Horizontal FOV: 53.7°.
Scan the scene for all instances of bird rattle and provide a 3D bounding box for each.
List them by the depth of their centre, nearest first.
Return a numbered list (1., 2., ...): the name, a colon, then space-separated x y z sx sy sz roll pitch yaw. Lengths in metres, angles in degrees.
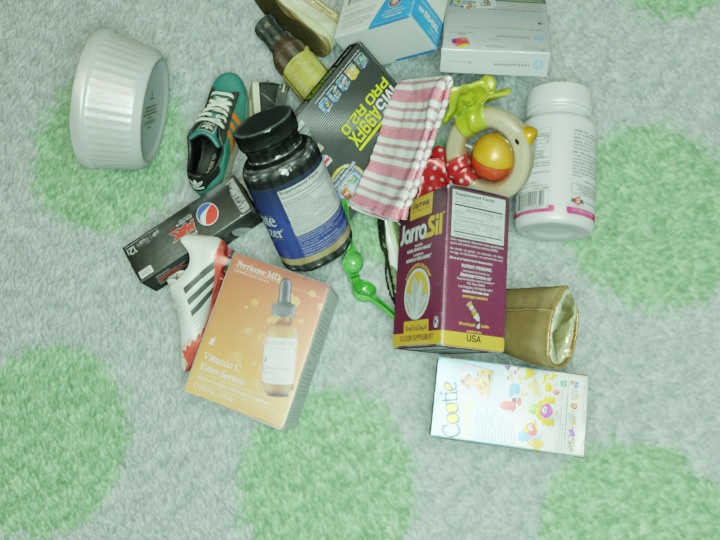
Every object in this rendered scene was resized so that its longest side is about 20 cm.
1. bird rattle: 0.159 -0.161 0.988 0.161 0.112 0.204 29 119 24

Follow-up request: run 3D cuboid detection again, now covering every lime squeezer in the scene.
1. lime squeezer: 0.000 0.000 1.030 0.037 0.071 0.204 -20 76 -18

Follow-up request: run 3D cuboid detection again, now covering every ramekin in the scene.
1. ramekin: -0.347 -0.245 1.049 0.092 0.202 0.208 10 80 -4

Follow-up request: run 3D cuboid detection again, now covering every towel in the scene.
1. towel: 0.053 -0.170 0.974 0.029 0.146 0.205 18 92 -26

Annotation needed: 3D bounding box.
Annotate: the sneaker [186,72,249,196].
1. sneaker: -0.218 -0.215 1.083 0.069 0.080 0.205 8 80 6

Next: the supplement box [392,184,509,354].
1. supplement box: 0.119 0.005 0.946 0.101 0.130 0.206 9 78 -25

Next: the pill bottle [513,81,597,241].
1. pill bottle: 0.279 -0.153 1.014 0.110 0.113 0.206 5 80 6

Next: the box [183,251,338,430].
1. box: -0.134 0.101 1.003 0.149 0.106 0.205 17 81 8

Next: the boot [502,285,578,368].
1. boot: 0.209 0.030 0.943 0.065 0.199 0.180 8 86 -25

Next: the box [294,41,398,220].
1. box: -0.016 -0.201 1.044 0.160 0.044 0.201 42 83 -22

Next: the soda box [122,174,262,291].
1. soda box: -0.247 -0.054 1.060 0.198 0.071 0.064 -33 77 -2

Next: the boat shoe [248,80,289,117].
1. boat shoe: -0.132 -0.187 1.080 0.066 0.072 0.206 0 83 -20

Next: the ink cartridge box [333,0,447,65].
1. ink cartridge box: 0.056 -0.420 1.056 0.144 0.084 0.205 -2 66 40

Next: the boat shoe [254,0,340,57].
1. boat shoe: -0.103 -0.420 1.126 0.200 0.074 0.066 44 72 9

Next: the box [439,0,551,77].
1. box: 0.197 -0.361 1.050 0.151 0.042 0.203 4 47 5

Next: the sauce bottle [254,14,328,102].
1. sauce bottle: -0.091 -0.311 1.101 0.064 0.065 0.201 -37 80 -3

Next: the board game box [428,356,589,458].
1. board game box: 0.195 0.183 0.961 0.194 0.103 0.108 7 80 6

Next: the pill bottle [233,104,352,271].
1. pill bottle: -0.092 -0.110 0.956 0.110 0.112 0.203 -23 120 -1

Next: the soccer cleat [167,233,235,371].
1. soccer cleat: -0.241 0.045 1.020 0.083 0.069 0.205 16 105 -4

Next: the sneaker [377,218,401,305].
1. sneaker: 0.074 -0.044 1.040 0.086 0.077 0.206 -7 85 -8
